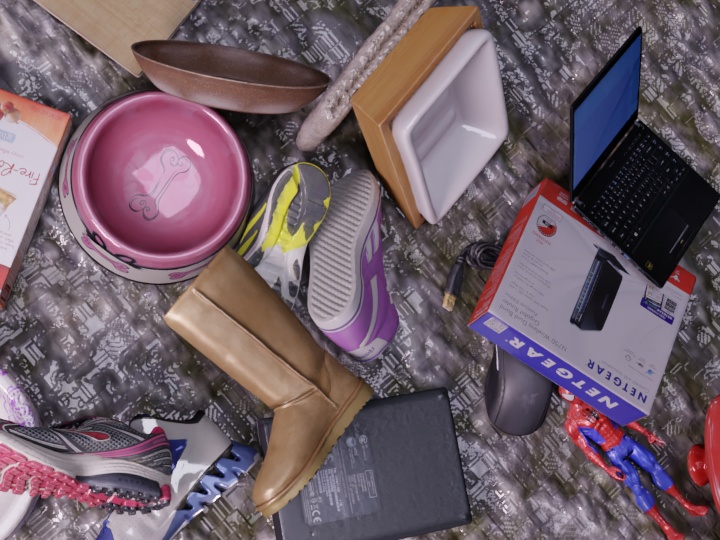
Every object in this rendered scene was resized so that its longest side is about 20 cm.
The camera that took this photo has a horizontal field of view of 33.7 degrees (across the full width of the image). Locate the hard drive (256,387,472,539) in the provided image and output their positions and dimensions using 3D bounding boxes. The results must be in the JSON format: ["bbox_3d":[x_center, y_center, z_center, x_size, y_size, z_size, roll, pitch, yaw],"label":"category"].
[{"bbox_3d":[0.006,0.201,1.179,0.199,0.033,0.140,-7,81,-20],"label":"hard drive"}]

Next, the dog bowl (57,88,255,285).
[{"bbox_3d":[-0.197,-0.088,1.177,0.199,0.074,0.202,1,86,-14],"label":"dog bowl"}]

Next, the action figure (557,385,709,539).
[{"bbox_3d":[0.277,0.191,1.240,0.065,0.052,0.200,-43,87,-11],"label":"action figure"}]

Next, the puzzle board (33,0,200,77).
[{"bbox_3d":[-0.268,-0.317,1.247,0.200,0.017,0.151,37,74,-3],"label":"puzzle board"}]

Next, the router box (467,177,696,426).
[{"bbox_3d":[0.233,0.032,1.228,0.199,0.049,0.180,32,60,-8],"label":"router box"}]

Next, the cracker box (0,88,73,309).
[{"bbox_3d":[-0.379,-0.079,1.161,0.133,0.058,0.201,19,78,-7],"label":"cracker box"}]

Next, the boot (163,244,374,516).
[{"bbox_3d":[-0.106,0.103,1.112,0.200,0.066,0.175,43,56,-7],"label":"boot"}]

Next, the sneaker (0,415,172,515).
[{"bbox_3d":[-0.257,0.159,1.040,0.199,0.080,0.075,23,53,-36],"label":"sneaker"}]

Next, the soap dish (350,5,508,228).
[{"bbox_3d":[0.072,-0.155,1.196,0.081,0.200,0.158,32,75,26],"label":"soap dish"}]

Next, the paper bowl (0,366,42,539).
[{"bbox_3d":[-0.389,0.173,1.089,0.199,0.104,0.202,2,79,-9],"label":"paper bowl"}]

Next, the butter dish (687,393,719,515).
[{"bbox_3d":[0.409,0.195,1.219,0.199,0.147,0.201,9,74,-52],"label":"butter dish"}]

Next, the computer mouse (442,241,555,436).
[{"bbox_3d":[0.150,0.064,1.237,0.140,0.046,0.201,16,77,-10],"label":"computer mouse"}]

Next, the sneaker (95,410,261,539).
[{"bbox_3d":[-0.205,0.204,1.138,0.199,0.081,0.115,-40,85,-21],"label":"sneaker"}]

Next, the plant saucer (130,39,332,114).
[{"bbox_3d":[-0.129,-0.189,1.175,0.199,0.201,0.037,8,109,-9],"label":"plant saucer"}]

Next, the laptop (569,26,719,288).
[{"bbox_3d":[0.302,-0.119,1.241,0.200,0.103,0.177,43,53,0],"label":"laptop"}]

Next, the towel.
[{"bbox_3d":[0.007,-0.214,1.219,0.034,0.133,0.200,38,75,-6],"label":"towel"}]

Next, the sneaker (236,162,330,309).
[{"bbox_3d":[-0.088,-0.018,1.199,0.074,0.085,0.201,27,98,-14],"label":"sneaker"}]

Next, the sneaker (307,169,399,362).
[{"bbox_3d":[-0.001,0.000,1.219,0.072,0.114,0.201,-11,51,29],"label":"sneaker"}]
